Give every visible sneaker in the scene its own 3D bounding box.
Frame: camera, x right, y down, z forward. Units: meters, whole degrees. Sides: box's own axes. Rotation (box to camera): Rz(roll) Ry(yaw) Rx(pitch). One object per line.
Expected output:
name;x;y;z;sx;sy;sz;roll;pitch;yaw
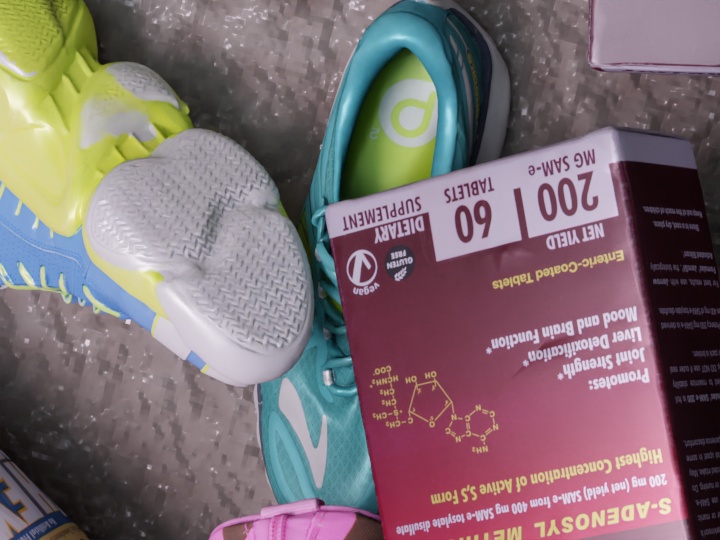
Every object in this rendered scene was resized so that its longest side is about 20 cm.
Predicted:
sneaker;0.000;0.000;0.944;0.077;0.080;0.201;11;95;11
sneaker;-0.093;-0.016;0.955;0.200;0.075;0.105;53;136;26

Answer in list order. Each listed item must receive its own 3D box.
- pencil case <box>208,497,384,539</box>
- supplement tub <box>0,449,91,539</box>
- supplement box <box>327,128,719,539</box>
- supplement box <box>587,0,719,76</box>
pencil case;-0.030;0.171;0.863;0.090;0.094;0.201;-7;55;27
supplement tub;-0.158;0.136;0.950;0.200;0.145;0.145;44;100;6
supplement box;0.064;0.066;0.838;0.108;0.061;0.201;-15;82;30
supplement box;0.137;-0.167;0.918;0.108;0.061;0.201;3;92;11
